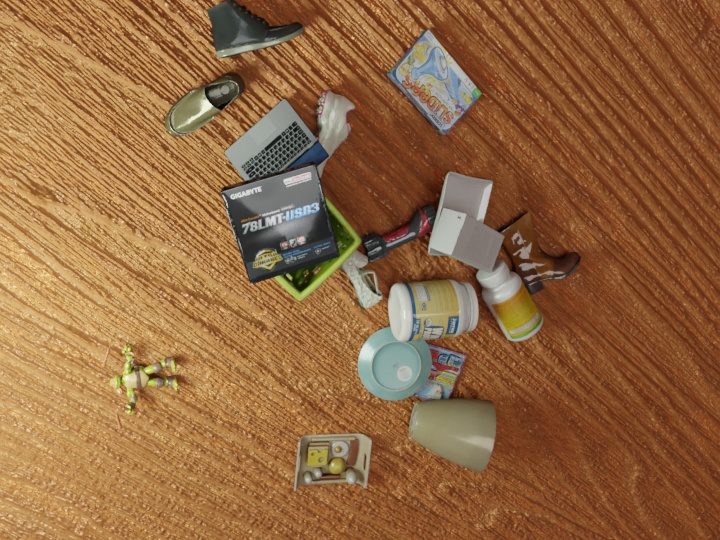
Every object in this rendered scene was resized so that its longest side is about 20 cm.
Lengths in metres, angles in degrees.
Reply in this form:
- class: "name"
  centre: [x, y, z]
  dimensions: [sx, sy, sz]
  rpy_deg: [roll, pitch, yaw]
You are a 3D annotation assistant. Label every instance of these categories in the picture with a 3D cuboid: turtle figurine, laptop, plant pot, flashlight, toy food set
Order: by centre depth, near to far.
- class: "laptop"
  centre: [-0.186, -0.250, 1.312]
  dimensions: [0.187, 0.116, 0.201]
  rpy_deg: [-39, 84, 5]
- class: "plant pot"
  centre: [-0.143, -0.085, 1.376]
  dimensions: [0.200, 0.181, 0.199]
  rpy_deg: [-43, 111, -1]
- class: "turtle figurine"
  centre: [-0.514, 0.261, 1.432]
  dimensions: [0.159, 0.064, 0.204]
  rpy_deg: [-5, 97, -21]
- class: "flashlight"
  centre: [0.098, -0.096, 1.500]
  dimensions: [0.197, 0.068, 0.068]
  rpy_deg: [-23, 135, -3]
- class: "toy food set"
  centre: [-0.074, 0.511, 1.609]
  dimensions: [0.196, 0.060, 0.146]
  rpy_deg: [2, 104, -15]
- class: "plant pot"
  centre: [0.234, 0.416, 1.614]
  dimensions: [0.197, 0.187, 0.190]
  rpy_deg: [13, 101, -3]

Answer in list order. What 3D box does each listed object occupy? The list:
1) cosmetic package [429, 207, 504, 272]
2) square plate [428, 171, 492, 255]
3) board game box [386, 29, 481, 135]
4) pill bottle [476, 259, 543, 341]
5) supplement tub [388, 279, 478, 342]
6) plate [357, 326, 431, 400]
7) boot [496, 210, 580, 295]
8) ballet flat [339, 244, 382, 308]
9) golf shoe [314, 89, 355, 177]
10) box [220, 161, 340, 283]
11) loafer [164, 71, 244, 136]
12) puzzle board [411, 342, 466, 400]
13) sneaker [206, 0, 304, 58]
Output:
- class: "cosmetic package"
  centre: [0.260, -0.070, 1.474]
  dimensions: [0.199, 0.071, 0.103]
  rpy_deg: [20, 92, -49]
- class: "square plate"
  centre: [0.243, -0.135, 1.504]
  dimensions: [0.198, 0.028, 0.201]
  rpy_deg: [1, 106, -46]
- class: "board game box"
  centre: [0.175, -0.441, 1.444]
  dimensions: [0.200, 0.034, 0.136]
  rpy_deg: [42, 91, -20]
- class: "pill bottle"
  centre: [0.384, 0.075, 1.587]
  dimensions: [0.110, 0.111, 0.201]
  rpy_deg: [-36, 110, -3]
- class: "supplement tub"
  centre: [0.179, 0.098, 1.524]
  dimensions: [0.196, 0.145, 0.147]
  rpy_deg: [-3, 105, -13]
- class: "plate"
  centre: [0.091, 0.245, 1.588]
  dimensions: [0.196, 0.026, 0.204]
  rpy_deg: [-1, 100, -6]
- class: "boot"
  centre: [0.471, -0.064, 1.614]
  dimensions: [0.186, 0.069, 0.202]
  rpy_deg: [-27, 102, 2]
- class: "ballet flat"
  centre: [0.000, 0.000, 1.491]
  dimensions: [0.071, 0.072, 0.202]
  rpy_deg: [-29, 116, -5]
- class: "golf shoe"
  centre: [-0.067, -0.304, 1.399]
  dimensions: [0.090, 0.075, 0.203]
  rpy_deg: [9, 103, -20]
- class: "box"
  centre: [-0.159, -0.097, 1.241]
  dimensions: [0.197, 0.050, 0.201]
  rpy_deg: [-16, 112, -5]
- class: "loafer"
  centre: [-0.338, -0.362, 1.317]
  dimensions: [0.199, 0.067, 0.076]
  rpy_deg: [-39, 110, -2]
- class: "puzzle board"
  centre: [0.173, 0.271, 1.635]
  dimensions: [0.197, 0.017, 0.153]
  rpy_deg: [18, 99, -17]
- class: "sneaker"
  centre: [-0.223, -0.528, 1.299]
  dimensions: [0.197, 0.075, 0.108]
  rpy_deg: [-17, 110, -8]
